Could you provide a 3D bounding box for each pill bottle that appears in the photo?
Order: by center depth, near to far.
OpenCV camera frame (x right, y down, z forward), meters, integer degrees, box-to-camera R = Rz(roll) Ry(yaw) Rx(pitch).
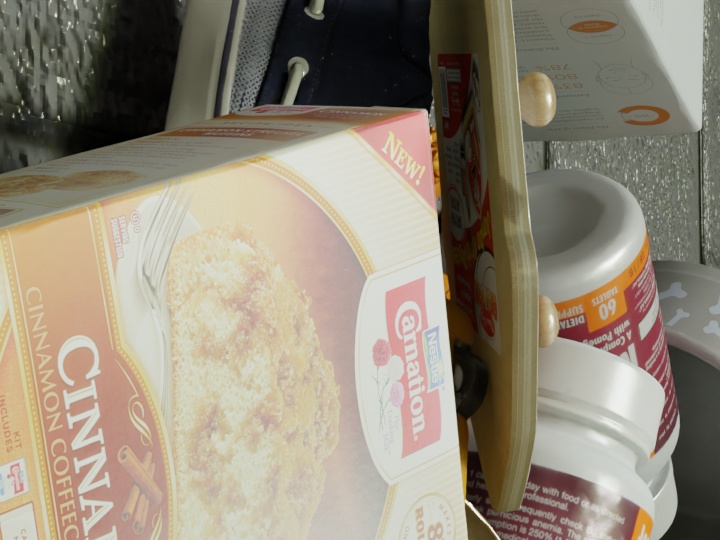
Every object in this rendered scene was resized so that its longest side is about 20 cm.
[{"bbox_3d":[0.067,0.137,0.923,0.114,0.114,0.201,49,55,-60],"label":"pill bottle"},{"bbox_3d":[0.112,0.055,1.100,0.110,0.109,0.201,-66,147,-49],"label":"pill bottle"}]

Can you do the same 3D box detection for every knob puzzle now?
[{"bbox_3d":[0.057,-0.007,0.790,0.220,0.030,0.221,175,-90,-85],"label":"knob puzzle"}]

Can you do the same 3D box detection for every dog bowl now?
[{"bbox_3d":[0.187,0.096,1.193,0.059,0.199,0.201,-39,126,-44],"label":"dog bowl"}]

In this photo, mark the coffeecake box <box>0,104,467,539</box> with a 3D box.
[{"bbox_3d":[-0.062,0.046,0.586,0.200,0.073,0.154,-20,109,-45],"label":"coffeecake box"}]

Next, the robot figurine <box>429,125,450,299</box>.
[{"bbox_3d":[0.000,0.000,0.873,0.200,0.058,0.146,-33,119,-67],"label":"robot figurine"}]

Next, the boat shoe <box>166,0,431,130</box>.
[{"bbox_3d":[-0.024,-0.028,0.718,0.075,0.092,0.201,109,-12,-67],"label":"boat shoe"}]

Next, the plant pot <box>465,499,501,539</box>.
[{"bbox_3d":[-0.002,0.166,0.790,0.199,0.027,0.201,18,60,-35],"label":"plant pot"}]

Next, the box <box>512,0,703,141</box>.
[{"bbox_3d":[0.097,-0.146,1.049,0.200,0.124,0.098,43,49,-63],"label":"box"}]

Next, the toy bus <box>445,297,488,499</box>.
[{"bbox_3d":[-0.006,0.101,0.737,0.065,0.078,0.201,28,55,-39],"label":"toy bus"}]
